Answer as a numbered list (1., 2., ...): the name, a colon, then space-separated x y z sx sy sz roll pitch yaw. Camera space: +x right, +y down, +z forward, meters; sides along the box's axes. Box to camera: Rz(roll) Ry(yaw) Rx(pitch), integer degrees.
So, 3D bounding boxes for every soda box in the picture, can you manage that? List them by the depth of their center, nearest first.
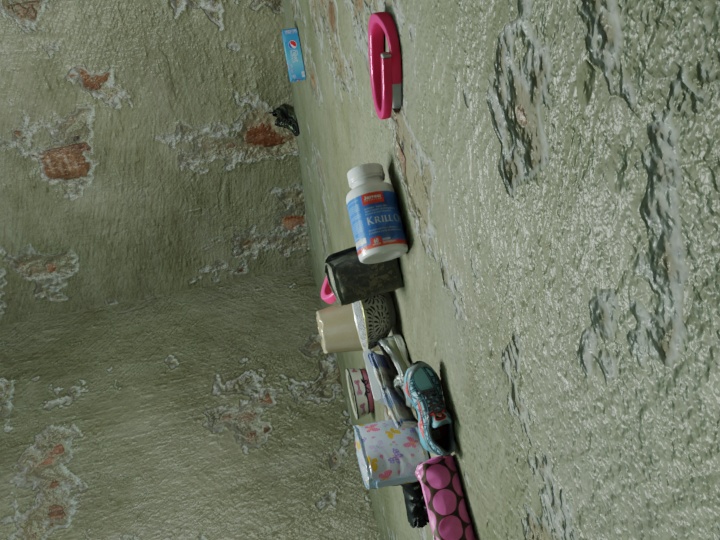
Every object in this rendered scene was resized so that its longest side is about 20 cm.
1. soda box: -0.274 -0.882 2.762 0.068 0.064 0.202 -146 47 -79

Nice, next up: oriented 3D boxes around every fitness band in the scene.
1. fitness band: 0.043 -0.389 1.292 0.144 0.037 0.201 -109 13 -48
2. fitness band: -0.060 0.012 2.094 0.143 0.037 0.201 -26 35 46

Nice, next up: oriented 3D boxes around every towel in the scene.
1. towel: 0.085 0.301 1.691 0.147 0.024 0.201 29 -144 -64

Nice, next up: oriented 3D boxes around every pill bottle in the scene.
1. pill bottle: 0.030 -0.125 1.467 0.112 0.111 0.202 113 145 -76

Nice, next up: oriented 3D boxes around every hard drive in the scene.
1. hard drive: 0.068 0.293 1.778 0.200 0.027 0.133 41 -149 -60

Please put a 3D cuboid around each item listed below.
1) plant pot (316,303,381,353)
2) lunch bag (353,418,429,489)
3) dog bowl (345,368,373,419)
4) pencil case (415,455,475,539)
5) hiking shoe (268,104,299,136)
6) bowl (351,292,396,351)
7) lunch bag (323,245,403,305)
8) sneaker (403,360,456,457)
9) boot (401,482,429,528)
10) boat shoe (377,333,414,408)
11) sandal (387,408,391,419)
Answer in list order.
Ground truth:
1. plant pot: -0.037 0.172 2.079 0.200 0.182 0.202 169 90 -82
2. lunch bag: 0.079 0.478 1.715 0.200 0.168 0.128 -122 24 -67
3. dog bowl: -0.001 0.474 2.626 0.200 0.073 0.202 168 90 -82
4. pencil case: 0.169 0.481 1.368 0.091 0.093 0.201 96 162 -65
5. hiking shoe: -0.400 -0.774 3.555 0.201 0.100 0.076 55 166 18
6. bowl: 0.039 0.110 1.782 0.201 0.093 0.202 168 90 -82
7. lunch bag: 0.000 0.000 1.656 0.200 0.163 0.119 -145 40 -78
8. sneaker: 0.151 0.277 1.350 0.095 0.079 0.201 9 119 71
9. boot: 0.136 0.589 1.840 0.198 0.073 0.164 -130 27 -73
10. boat shoe: 0.096 0.251 1.671 0.075 0.064 0.203 91 166 -56
11. sandal: 0.079 0.368 1.981 0.081 0.054 0.201 -112 13 -53
